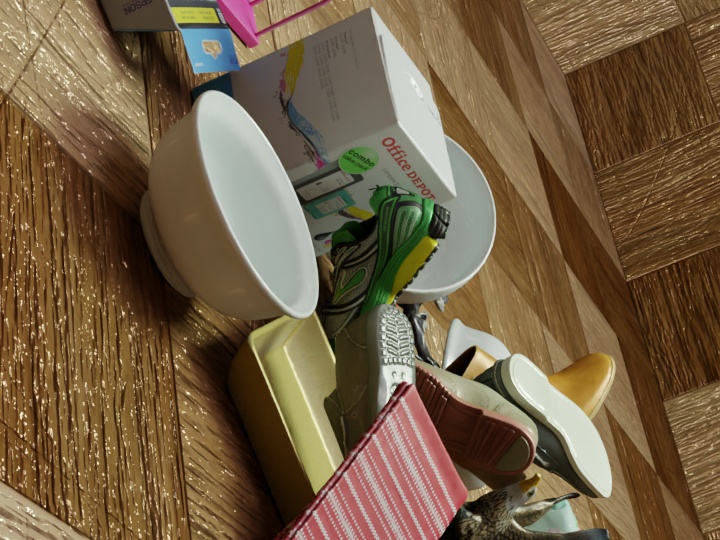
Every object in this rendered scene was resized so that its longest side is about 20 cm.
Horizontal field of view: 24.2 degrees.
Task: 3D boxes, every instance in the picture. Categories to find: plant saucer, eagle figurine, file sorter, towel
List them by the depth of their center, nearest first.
[{"bbox_3d":[0.013,0.207,1.399,0.200,0.022,0.145,-49,128,-32],"label":"towel"},{"bbox_3d":[-0.051,0.141,1.480,0.201,0.048,0.200,68,16,-1],"label":"plant saucer"},{"bbox_3d":[0.140,0.252,1.647,0.200,0.151,0.152,31,60,-30],"label":"eagle figurine"},{"bbox_3d":[-0.114,-0.378,1.828,0.139,0.125,0.201,46,27,-52],"label":"file sorter"}]

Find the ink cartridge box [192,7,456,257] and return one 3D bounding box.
[{"bbox_3d":[-0.034,-0.123,1.609,0.147,0.199,0.147,46,26,-51],"label":"ink cartridge box"}]

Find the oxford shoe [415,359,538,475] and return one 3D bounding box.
[{"bbox_3d":[0.080,0.130,1.626,0.199,0.071,0.074,31,22,4],"label":"oxford shoe"}]

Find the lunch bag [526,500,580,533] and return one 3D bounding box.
[{"bbox_3d":[0.235,0.395,1.957,0.200,0.121,0.171,64,12,-45],"label":"lunch bag"}]

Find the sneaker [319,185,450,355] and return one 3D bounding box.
[{"bbox_3d":[0.000,0.000,1.582,0.085,0.200,0.078,32,25,-7],"label":"sneaker"}]

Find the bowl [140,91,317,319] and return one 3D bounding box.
[{"bbox_3d":[-0.120,-0.039,1.390,0.201,0.090,0.202,57,19,-32],"label":"bowl"}]

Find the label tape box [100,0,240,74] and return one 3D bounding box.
[{"bbox_3d":[-0.190,-0.264,1.535,0.201,0.066,0.143,69,16,-3],"label":"label tape box"}]

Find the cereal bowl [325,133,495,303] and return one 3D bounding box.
[{"bbox_3d":[0.038,-0.053,1.754,0.083,0.199,0.201,-49,-127,58],"label":"cereal bowl"}]

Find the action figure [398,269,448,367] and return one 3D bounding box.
[{"bbox_3d":[0.046,0.030,1.831,0.102,0.118,0.201,61,21,-46],"label":"action figure"}]

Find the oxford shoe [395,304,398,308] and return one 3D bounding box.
[{"bbox_3d":[-0.006,0.055,1.708,0.073,0.071,0.200,51,22,-32],"label":"oxford shoe"}]

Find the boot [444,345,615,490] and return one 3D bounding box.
[{"bbox_3d":[0.164,0.122,1.738,0.144,0.201,0.071,49,-12,-26],"label":"boot"}]

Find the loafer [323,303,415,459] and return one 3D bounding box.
[{"bbox_3d":[0.009,0.132,1.475,0.075,0.069,0.201,23,62,-47],"label":"loafer"}]

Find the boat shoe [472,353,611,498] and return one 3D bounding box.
[{"bbox_3d":[0.186,0.164,1.702,0.200,0.062,0.073,48,36,-27],"label":"boat shoe"}]

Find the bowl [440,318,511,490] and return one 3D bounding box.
[{"bbox_3d":[0.135,0.156,1.847,0.201,0.090,0.202,5,90,-81],"label":"bowl"}]
